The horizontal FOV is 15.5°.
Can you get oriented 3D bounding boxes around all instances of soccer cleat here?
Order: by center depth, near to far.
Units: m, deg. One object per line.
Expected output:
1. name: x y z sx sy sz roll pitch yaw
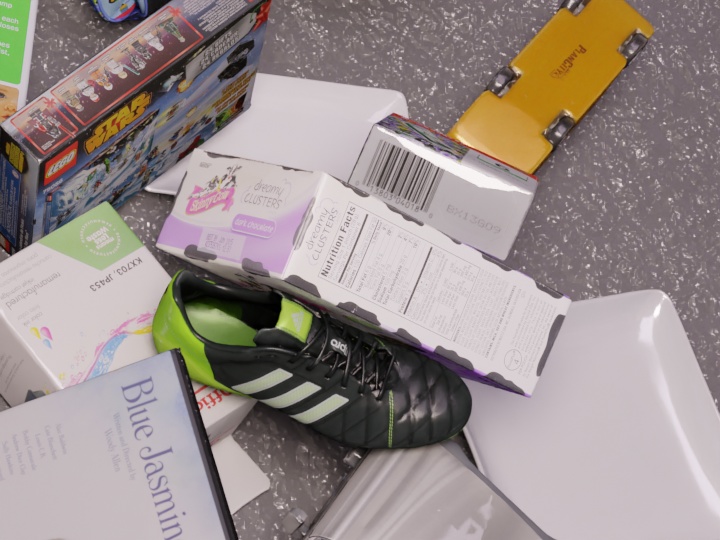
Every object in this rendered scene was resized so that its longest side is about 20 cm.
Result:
1. soccer cleat: -0.028 0.053 1.577 0.199 0.081 0.068 16 59 1

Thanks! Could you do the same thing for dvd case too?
1. dvd case: -0.178 0.141 1.536 0.199 0.018 0.143 -20 63 1

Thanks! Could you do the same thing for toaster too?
1. toaster: 0.044 0.199 1.613 0.200 0.114 0.129 44 56 3

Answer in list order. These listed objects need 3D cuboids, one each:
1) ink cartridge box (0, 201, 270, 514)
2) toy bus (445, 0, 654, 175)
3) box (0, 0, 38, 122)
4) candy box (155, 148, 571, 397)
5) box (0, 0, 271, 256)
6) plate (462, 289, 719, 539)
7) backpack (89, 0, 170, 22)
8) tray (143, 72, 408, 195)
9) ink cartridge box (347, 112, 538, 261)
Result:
1. ink cartridge box: -0.144 0.070 1.631 0.117 0.067 0.200 -34 78 -36
2. toy bus: 0.127 -0.120 1.866 0.065 0.078 0.200 39 52 3
3. box: -0.311 -0.152 1.676 0.199 0.097 0.177 14 58 -16
4. candy box: 0.000 0.000 1.642 0.199 0.168 0.072 26 84 -31
5. box: -0.144 -0.098 1.670 0.040 0.137 0.200 43 62 15
6. plate: 0.153 0.115 1.762 0.199 0.032 0.201 -8 65 -28
7. backpack: -0.161 -0.292 1.784 0.134 0.183 0.200 -22 56 -16
8. tray: -0.058 -0.084 1.794 0.199 0.022 0.108 6 59 -22
9. ink cartridge box: 0.057 -0.058 1.700 0.109 0.051 0.200 24 8 2
